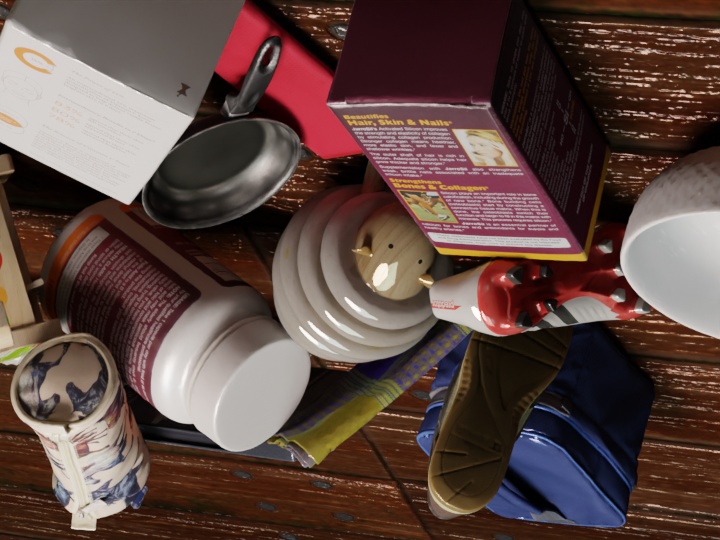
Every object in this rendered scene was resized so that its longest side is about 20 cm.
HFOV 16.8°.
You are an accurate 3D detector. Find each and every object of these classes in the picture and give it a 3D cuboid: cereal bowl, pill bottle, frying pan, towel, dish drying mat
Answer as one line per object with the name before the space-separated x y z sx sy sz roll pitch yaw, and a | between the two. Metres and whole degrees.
cereal bowl | 0.271 -0.025 1.570 0.198 0.084 0.200 11 156 5
pill bottle | -0.136 0.041 1.805 0.200 0.114 0.114 36 170 33
frying pan | -0.099 -0.089 1.613 0.114 0.031 0.190 -22 150 -7
towel | 0.019 0.071 1.773 0.023 0.200 0.144 51 175 -7
dish drying mat | -0.057 -0.133 1.600 0.076 0.018 0.200 -5 149 40

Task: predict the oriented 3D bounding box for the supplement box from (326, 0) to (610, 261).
supplement box | 0.072 -0.090 1.536 0.110 0.086 0.200 2 154 26

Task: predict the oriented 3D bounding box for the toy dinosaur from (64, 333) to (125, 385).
toy dinosaur | -0.175 0.057 1.932 0.135 0.087 0.200 -1 -164 24

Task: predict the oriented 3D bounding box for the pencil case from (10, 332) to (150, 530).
pencil case | -0.204 0.118 1.801 0.077 0.090 0.200 -2 155 3

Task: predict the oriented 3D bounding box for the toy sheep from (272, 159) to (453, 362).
toy sheep | 0.000 0.000 1.715 0.137 0.139 0.200 20 156 -13

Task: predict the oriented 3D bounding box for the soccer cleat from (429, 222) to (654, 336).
soccer cleat | 0.133 0.007 1.670 0.199 0.069 0.085 -12 -172 -43

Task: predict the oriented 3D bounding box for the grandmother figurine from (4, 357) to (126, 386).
grandmother figurine | -0.216 0.079 2.047 0.199 0.061 0.121 19 -172 -20

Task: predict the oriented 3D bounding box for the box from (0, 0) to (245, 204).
box | -0.160 -0.133 1.518 0.124 0.098 0.200 26 161 -9

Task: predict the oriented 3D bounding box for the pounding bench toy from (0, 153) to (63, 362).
pounding bench toy | -0.298 -0.009 1.771 0.123 0.157 0.200 -16 178 -17

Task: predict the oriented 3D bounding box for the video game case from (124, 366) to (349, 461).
video game case | -0.101 0.105 1.939 0.199 0.143 0.019 4 112 30

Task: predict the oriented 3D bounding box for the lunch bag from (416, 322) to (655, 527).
lunch bag | 0.135 0.120 1.901 0.135 0.133 0.200 -3 152 33

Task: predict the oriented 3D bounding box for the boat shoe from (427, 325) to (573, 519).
boat shoe | 0.093 0.090 1.781 0.073 0.201 0.065 32 154 -6
